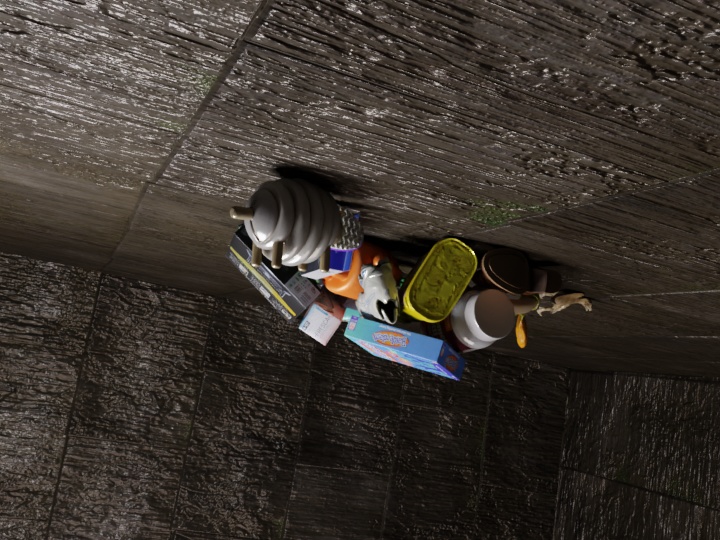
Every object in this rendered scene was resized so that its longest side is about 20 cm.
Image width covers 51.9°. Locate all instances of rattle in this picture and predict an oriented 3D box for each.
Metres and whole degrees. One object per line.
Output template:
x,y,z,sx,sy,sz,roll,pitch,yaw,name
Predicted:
0.261,0.080,1.532,0.197,0.131,0.144,-3,137,-19,rattle

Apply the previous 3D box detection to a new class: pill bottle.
0.204,0.100,1.424,0.108,0.111,0.200,12,162,-20,pill bottle

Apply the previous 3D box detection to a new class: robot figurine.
0.001,0.001,1.456,0.144,0.118,0.199,-42,143,25,robot figurine

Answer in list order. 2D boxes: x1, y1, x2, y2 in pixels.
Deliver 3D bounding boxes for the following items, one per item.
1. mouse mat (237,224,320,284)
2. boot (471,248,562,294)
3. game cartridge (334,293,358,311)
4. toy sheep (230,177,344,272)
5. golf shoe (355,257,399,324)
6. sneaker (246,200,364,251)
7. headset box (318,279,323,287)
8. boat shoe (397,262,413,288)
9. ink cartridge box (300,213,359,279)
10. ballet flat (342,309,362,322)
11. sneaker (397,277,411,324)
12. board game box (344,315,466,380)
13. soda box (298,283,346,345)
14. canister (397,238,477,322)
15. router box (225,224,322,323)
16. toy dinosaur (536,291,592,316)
-0.165,-0.033,1.472,0.162,0.008,0.199,54,157,-17,mouse mat
0.259,0.003,1.384,0.198,0.078,0.154,7,179,-35,boot
-0.031,0.026,1.590,0.129,0.039,0.200,25,-163,-42,game cartridge
-0.102,-0.068,1.069,0.136,0.140,0.198,2,177,42,toy sheep
0.038,0.070,1.384,0.077,0.098,0.201,-19,148,-6,golf shoe
-0.083,-0.078,1.220,0.197,0.071,0.100,17,174,10,sneaker
-0.005,0.030,1.789,0.198,0.079,0.148,15,169,-42,headset box
0.048,0.008,1.622,0.197,0.066,0.073,13,172,-16,boat shoe
-0.057,-0.043,1.297,0.039,0.101,0.200,13,170,-18,ink cartridge box
0.016,0.079,1.672,0.198,0.069,0.075,-8,178,36,ballet flat
0.128,0.035,1.544,0.083,0.075,0.199,38,-136,23,sneaker
0.087,0.149,1.419,0.198,0.046,0.152,14,166,29,board game box
-0.069,0.080,1.530,0.068,0.064,0.200,33,-165,-4,soda box
0.133,0.025,1.372,0.086,0.150,0.200,33,172,-2,canister
-0.177,0.005,1.476,0.200,0.052,0.157,47,158,-2,router box
0.442,0.063,1.644,0.100,0.059,0.198,-19,162,40,toy dinosaur
